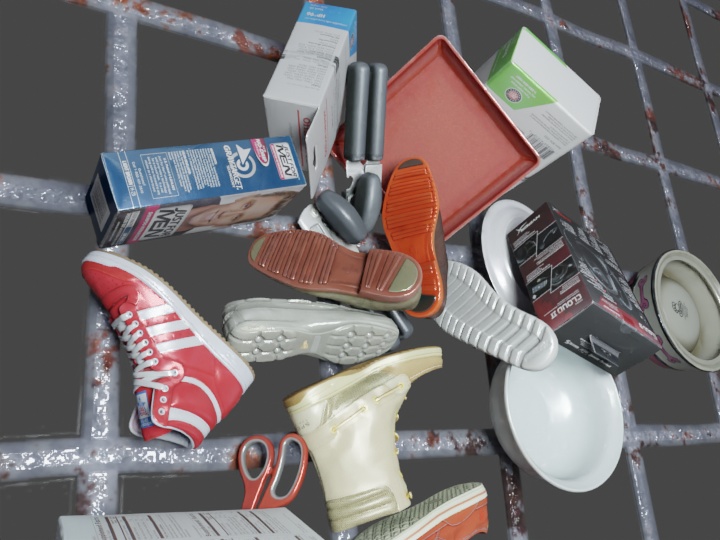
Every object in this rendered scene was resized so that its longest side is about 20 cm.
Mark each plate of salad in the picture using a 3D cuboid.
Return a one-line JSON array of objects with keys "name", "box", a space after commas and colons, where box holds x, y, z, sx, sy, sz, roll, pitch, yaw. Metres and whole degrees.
[{"name": "plate of salad", "box": [0.233, -0.004, 0.908, 0.199, 0.048, 0.202, 19, 59, -35]}]

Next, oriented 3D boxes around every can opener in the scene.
[{"name": "can opener", "box": [0.000, 0.000, 0.749, 0.053, 0.067, 0.201, -35, 92, -36]}, {"name": "can opener", "box": [0.011, -0.149, 0.777, 0.052, 0.066, 0.202, -7, 105, -33]}]

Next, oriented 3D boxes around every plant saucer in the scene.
[{"name": "plant saucer", "box": [0.090, -0.153, 0.814, 0.200, 0.199, 0.037, 49, 18, -5]}]

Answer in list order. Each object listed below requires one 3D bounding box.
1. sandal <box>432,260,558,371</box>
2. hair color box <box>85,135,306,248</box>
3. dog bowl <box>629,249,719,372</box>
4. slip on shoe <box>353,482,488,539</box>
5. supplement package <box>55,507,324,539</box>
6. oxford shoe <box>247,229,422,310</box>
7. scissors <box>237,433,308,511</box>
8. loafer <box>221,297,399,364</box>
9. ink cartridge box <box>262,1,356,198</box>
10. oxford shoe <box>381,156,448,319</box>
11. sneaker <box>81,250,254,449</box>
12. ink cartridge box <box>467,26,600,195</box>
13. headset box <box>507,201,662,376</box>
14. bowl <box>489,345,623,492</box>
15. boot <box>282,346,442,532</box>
[{"name": "sandal", "box": [0.153, 0.061, 0.781, 0.083, 0.202, 0.050, -54, 141, 5]}, {"name": "hair color box", "box": [-0.167, -0.082, 0.656, 0.199, 0.100, 0.061, -14, 80, -35]}, {"name": "dog bowl", "box": [0.514, 0.071, 1.038, 0.199, 0.074, 0.202, 11, 67, -28]}, {"name": "slip on shoe", "box": [0.067, 0.287, 0.682, 0.199, 0.074, 0.062, -9, 79, -39]}, {"name": "supplement package", "box": [-0.130, 0.283, 0.487, 0.198, 0.150, 0.153, 9, 84, -28]}, {"name": "oxford shoe", "box": [-0.029, 0.010, 0.700, 0.198, 0.074, 0.071, 15, 63, 16]}, {"name": "scissors", "box": [-0.103, 0.249, 0.600, 0.072, 0.014, 0.201, 8, 62, 11]}, {"name": "loafer", "box": [-0.051, 0.059, 0.691, 0.198, 0.070, 0.070, 7, 35, -29]}, {"name": "ink cartridge box", "box": [-0.061, -0.199, 0.749, 0.067, 0.116, 0.201, 13, 61, 7]}, {"name": "oxford shoe", "box": [0.072, -0.039, 0.788, 0.072, 0.071, 0.202, 24, 63, -65]}, {"name": "sneaker", "box": [-0.201, 0.079, 0.592, 0.200, 0.071, 0.113, 44, 52, -13]}, {"name": "ink cartridge box", "box": [0.195, -0.200, 0.865, 0.145, 0.200, 0.084, 35, 54, -16]}, {"name": "headset box", "box": [0.283, 0.030, 0.812, 0.148, 0.077, 0.201, 27, 37, -30]}, {"name": "bowl", "box": [0.232, 0.178, 0.811, 0.200, 0.090, 0.203, 12, 65, -28]}, {"name": "boot", "box": [0.028, 0.175, 0.696, 0.199, 0.073, 0.157, -16, 80, -33]}]
